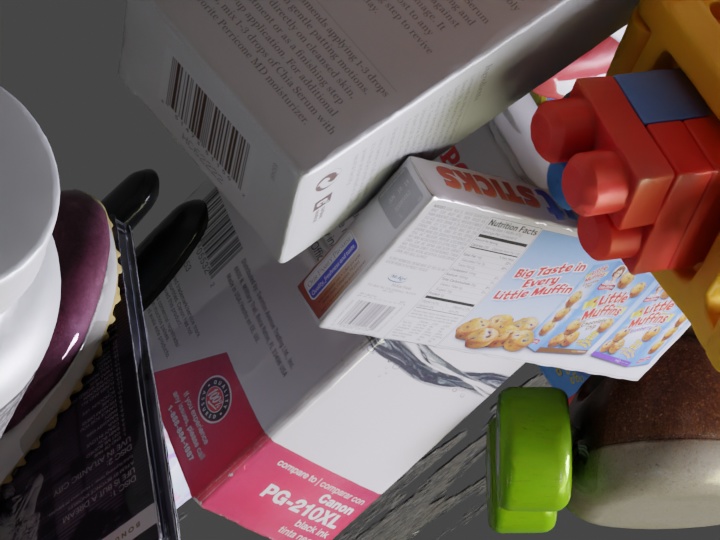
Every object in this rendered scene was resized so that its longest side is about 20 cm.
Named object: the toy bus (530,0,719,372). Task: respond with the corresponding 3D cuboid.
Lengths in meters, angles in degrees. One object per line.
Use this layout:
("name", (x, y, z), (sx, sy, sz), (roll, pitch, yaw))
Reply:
("toy bus", (0.163, -0.024, 0.964), (0.191, 0.201, 0.136), (-10, 141, -30))

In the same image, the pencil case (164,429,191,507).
("pencil case", (-0.108, 0.080, 1.339), (0.200, 0.083, 0.091), (-36, 154, -18))

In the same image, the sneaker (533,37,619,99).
("sneaker", (0.155, -0.173, 1.301), (0.199, 0.078, 0.116), (-34, 150, -22))

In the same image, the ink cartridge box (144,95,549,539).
("ink cartridge box", (0.000, 0.000, 1.133), (0.200, 0.145, 0.084), (-43, 136, 17))

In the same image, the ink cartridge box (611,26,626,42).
("ink cartridge box", (0.200, -0.177, 1.191), (0.200, 0.086, 0.146), (-44, 141, 16))

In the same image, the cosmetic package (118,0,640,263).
("cosmetic package", (0.019, -0.104, 0.960), (0.199, 0.102, 0.071), (-34, 164, -22))

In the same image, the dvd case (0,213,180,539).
("dvd case", (-0.139, 0.081, 1.020), (0.148, 0.016, 0.201), (-36, -145, 16))

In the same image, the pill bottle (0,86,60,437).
("pill bottle", (-0.160, 0.019, 0.839), (0.110, 0.111, 0.200), (-32, 167, -33))

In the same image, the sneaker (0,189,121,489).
("sneaker", (-0.171, 0.041, 0.998), (0.075, 0.090, 0.201), (11, -114, 50))

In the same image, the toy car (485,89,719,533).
("toy car", (0.140, 0.014, 1.183), (0.163, 0.202, 0.158), (0, 168, 0))

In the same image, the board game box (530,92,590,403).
("board game box", (0.118, -0.019, 1.381), (0.056, 0.201, 0.196), (-38, 171, 22))

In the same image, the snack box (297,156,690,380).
("snack box", (0.068, 0.003, 1.016), (0.199, 0.024, 0.072), (11, 128, -47))

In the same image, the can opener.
("can opener", (-0.140, 0.030, 1.132), (0.063, 0.079, 0.200), (20, 126, -31))
